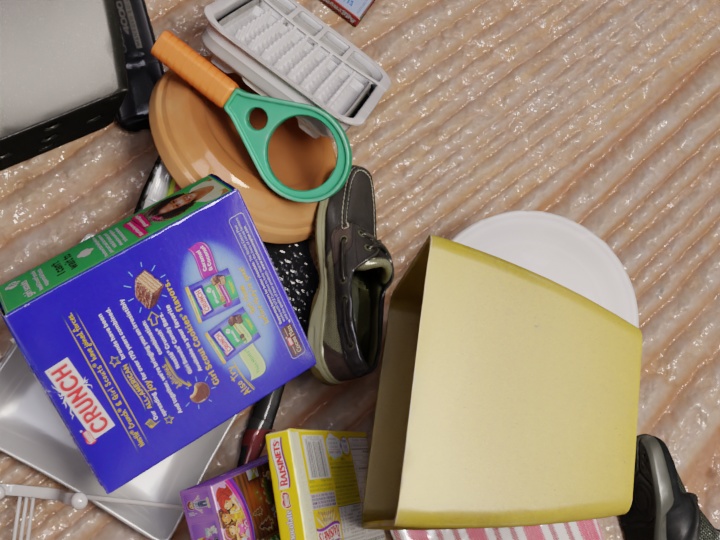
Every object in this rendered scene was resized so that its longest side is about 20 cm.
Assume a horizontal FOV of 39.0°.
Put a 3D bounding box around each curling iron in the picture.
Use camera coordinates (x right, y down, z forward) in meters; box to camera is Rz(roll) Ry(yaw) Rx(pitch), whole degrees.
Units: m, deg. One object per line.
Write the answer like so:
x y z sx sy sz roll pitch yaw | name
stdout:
-0.083 0.147 0.903 0.026 0.049 0.202 42 55 -47 | curling iron

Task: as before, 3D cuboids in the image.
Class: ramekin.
0.149 0.055 0.941 0.199 0.094 0.205 0 73 1 | ramekin

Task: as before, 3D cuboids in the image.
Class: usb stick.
-0.226 -0.229 0.969 0.055 0.033 0.203 -15 79 -12 | usb stick

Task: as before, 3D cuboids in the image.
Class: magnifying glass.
-0.093 -0.133 0.861 0.199 0.022 0.080 38 103 4 | magnifying glass

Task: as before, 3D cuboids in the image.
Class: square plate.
-0.204 0.100 0.885 0.199 0.028 0.200 31 68 -6 | square plate

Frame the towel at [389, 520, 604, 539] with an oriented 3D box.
0.125 0.236 0.943 0.198 0.030 0.148 -18 83 -19 | towel

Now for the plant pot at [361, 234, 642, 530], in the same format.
0.109 0.109 0.787 0.174 0.200 0.203 10 75 -4 | plant pot

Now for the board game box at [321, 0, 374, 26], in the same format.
0.007 -0.362 1.079 0.102 0.019 0.201 35 69 -6 | board game box

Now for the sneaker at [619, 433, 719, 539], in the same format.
0.315 0.248 0.968 0.113 0.076 0.202 -12 82 -20 | sneaker

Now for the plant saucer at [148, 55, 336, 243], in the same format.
-0.096 -0.119 0.924 0.199 0.037 0.202 25 45 -28 | plant saucer

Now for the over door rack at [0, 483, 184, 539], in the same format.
-0.201 0.250 0.805 0.197 0.067 0.150 7 85 -10 | over door rack

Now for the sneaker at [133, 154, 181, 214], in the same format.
-0.156 -0.047 0.909 0.089 0.078 0.202 22 60 -14 | sneaker

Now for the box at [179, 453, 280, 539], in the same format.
-0.063 0.254 0.823 0.136 0.039 0.203 -12 87 -55 | box

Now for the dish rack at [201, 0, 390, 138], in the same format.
-0.062 -0.194 0.952 0.171 0.044 0.200 37 25 -5 | dish rack

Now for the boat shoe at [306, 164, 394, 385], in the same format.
-0.001 0.000 0.897 0.072 0.065 0.204 30 60 -49 | boat shoe

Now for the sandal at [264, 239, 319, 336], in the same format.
-0.075 -0.003 0.940 0.074 0.045 0.202 -18 79 -24 | sandal

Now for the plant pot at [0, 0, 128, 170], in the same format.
-0.302 -0.192 0.860 0.198 0.199 0.179 -26 94 -21 | plant pot

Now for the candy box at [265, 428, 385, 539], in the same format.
-0.024 0.183 0.832 0.026 0.200 0.104 -12 77 15 | candy box

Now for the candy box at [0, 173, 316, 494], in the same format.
-0.160 0.047 0.811 0.199 0.077 0.171 -30 114 -17 | candy box
